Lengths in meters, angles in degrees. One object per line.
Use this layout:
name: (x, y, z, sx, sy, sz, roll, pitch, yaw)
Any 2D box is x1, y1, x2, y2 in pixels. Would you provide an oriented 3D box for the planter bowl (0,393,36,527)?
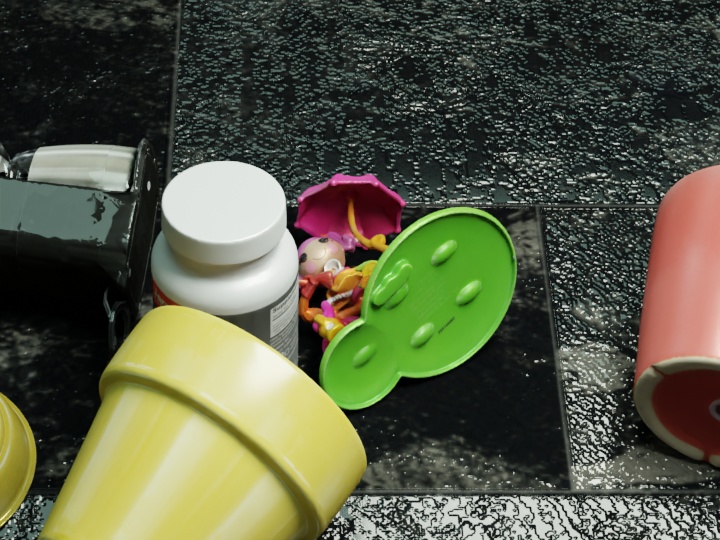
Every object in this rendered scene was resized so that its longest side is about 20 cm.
planter bowl: (-0.351, 0.123, 1.577, 0.199, 0.084, 0.201, 2, 43, -1)

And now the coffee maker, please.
coffee maker: (-0.279, -0.029, 1.703, 0.199, 0.135, 0.193, 5, 44, 4)

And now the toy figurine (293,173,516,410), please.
toy figurine: (0.000, 0.000, 1.717, 0.200, 0.150, 0.184, -43, 41, -8)

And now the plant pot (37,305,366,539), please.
plant pot: (-0.127, 0.159, 1.482, 0.200, 0.201, 0.189, 25, 62, 22)

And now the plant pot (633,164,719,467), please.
plant pot: (0.306, 0.046, 1.620, 0.199, 0.201, 0.178, 15, 54, 13)

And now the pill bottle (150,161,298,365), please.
pill bottle: (-0.106, 0.020, 1.610, 0.115, 0.201, 0.116, 1, 43, -1)
